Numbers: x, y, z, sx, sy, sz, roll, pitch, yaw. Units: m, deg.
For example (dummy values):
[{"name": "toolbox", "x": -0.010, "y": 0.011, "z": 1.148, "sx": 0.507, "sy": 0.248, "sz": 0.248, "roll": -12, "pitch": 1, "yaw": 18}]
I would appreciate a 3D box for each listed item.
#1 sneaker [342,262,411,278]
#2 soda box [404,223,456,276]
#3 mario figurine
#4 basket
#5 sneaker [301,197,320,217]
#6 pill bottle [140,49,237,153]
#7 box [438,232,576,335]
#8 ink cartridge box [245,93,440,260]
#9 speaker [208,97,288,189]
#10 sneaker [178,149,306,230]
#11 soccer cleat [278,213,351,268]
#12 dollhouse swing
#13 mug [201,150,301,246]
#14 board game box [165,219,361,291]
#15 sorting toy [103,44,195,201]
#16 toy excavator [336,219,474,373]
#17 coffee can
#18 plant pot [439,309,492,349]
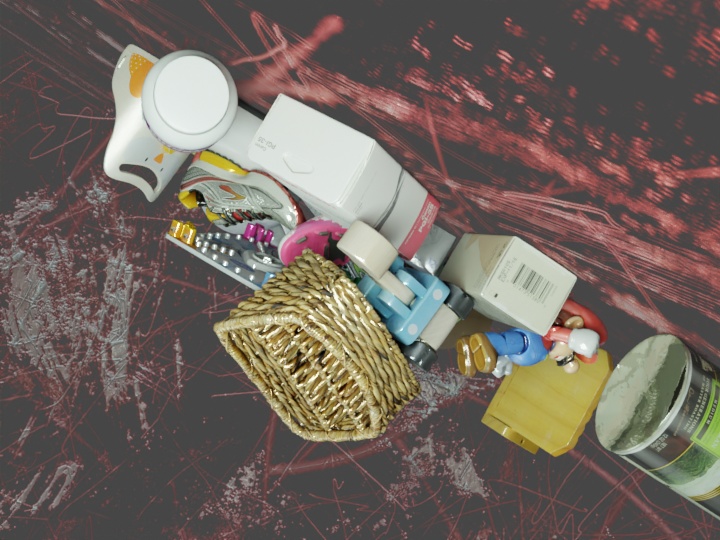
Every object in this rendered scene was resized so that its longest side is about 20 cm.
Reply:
[{"name": "sneaker", "x": 0.000, "y": 0.000, "z": 1.445, "sx": 0.199, "sy": 0.086, "sz": 0.078, "roll": 33, "pitch": 178, "yaw": -23}, {"name": "soda box", "x": 0.037, "y": -0.066, "z": 1.443, "sx": 0.198, "sy": 0.064, "sz": 0.068, "roll": 31, "pitch": 179, "yaw": 9}, {"name": "mario figurine", "x": 0.228, "y": 0.107, "z": 1.303, "sx": 0.197, "sy": 0.108, "sz": 0.124, "roll": -10, "pitch": -151, "yaw": -20}, {"name": "basket", "x": -0.042, "y": 0.105, "z": 1.153, "sx": 0.201, "sy": 0.148, "sz": 0.142, "roll": 58, "pitch": 167, "yaw": -29}, {"name": "sneaker", "x": -0.053, "y": -0.112, "z": 1.658, "sx": 0.081, "sy": 0.075, "sz": 0.200, "roll": 38, "pitch": 171, "yaw": 17}, {"name": "pill bottle", "x": -0.201, "y": -0.197, "z": 1.206, "sx": 0.111, "sy": 0.113, "sz": 0.200, "roll": 31, "pitch": 178, "yaw": -11}, {"name": "box", "x": 0.167, "y": 0.012, "z": 1.222, "sx": 0.094, "sy": 0.078, "sz": 0.200, "roll": 31, "pitch": 177, "yaw": -12}, {"name": "ink cartridge box", "x": -0.015, "y": -0.101, "z": 1.159, "sx": 0.145, "sy": 0.084, "sz": 0.200, "roll": 30, "pitch": 178, "yaw": 29}, {"name": "speaker", "x": -0.165, "y": -0.184, "z": 1.369, "sx": 0.198, "sy": 0.082, "sz": 0.081, "roll": 31, "pitch": 177, "yaw": 5}, {"name": "sneaker", "x": -0.154, "y": -0.085, "z": 1.346, "sx": 0.198, "sy": 0.083, "sz": 0.078, "roll": 22, "pitch": 162, "yaw": 30}, {"name": "soccer cleat", "x": -0.023, "y": -0.053, "z": 1.320, "sx": 0.086, "sy": 0.197, "sz": 0.071, "roll": 45, "pitch": 144, "yaw": 49}, {"name": "dollhouse swing", "x": 0.319, "y": 0.198, "z": 1.597, "sx": 0.175, "sy": 0.202, "sz": 0.181, "roll": 28, "pitch": 176, "yaw": 40}, {"name": "mug", "x": -0.144, "y": -0.110, "z": 1.533, "sx": 0.202, "sy": 0.146, "sz": 0.175, "roll": 62, "pitch": 161, "yaw": -9}, {"name": "board game box", "x": -0.120, "y": -0.015, "z": 1.338, "sx": 0.198, "sy": 0.026, "sz": 0.199, "roll": 28, "pitch": -166, "yaw": 27}, {"name": "sorting toy", "x": -0.301, "y": -0.200, "z": 1.540, "sx": 0.106, "sy": 0.182, "sz": 0.200, "roll": 29, "pitch": 177, "yaw": 32}, {"name": "toy excavator", "x": 0.032, "y": 0.018, "z": 1.151, "sx": 0.199, "sy": 0.100, "sz": 0.194, "roll": 40, "pitch": 173, "yaw": -19}, {"name": "coffee can", "x": 0.387, "y": 0.185, "z": 1.160, "sx": 0.198, "sy": 0.148, "sz": 0.146, "roll": 32, "pitch": 177, "yaw": -15}, {"name": "plant pot", "x": 0.119, "y": 0.051, "z": 1.657, "sx": 0.172, "sy": 0.204, "sz": 0.200, "roll": 13, "pitch": -176, "yaw": -20}]
